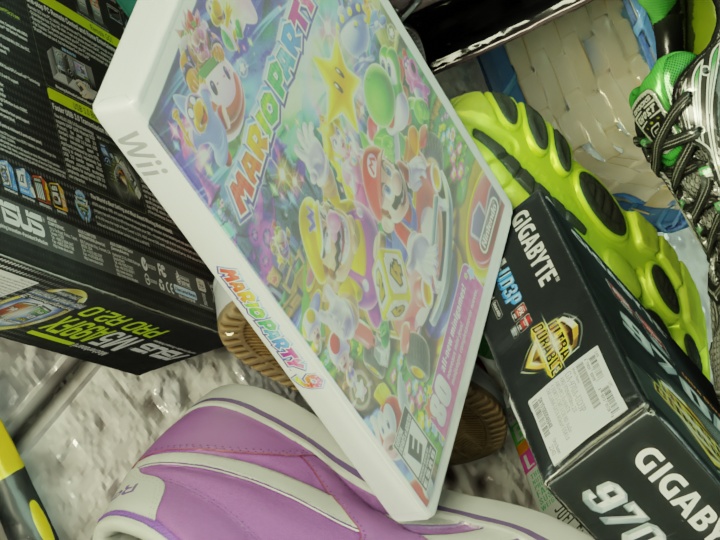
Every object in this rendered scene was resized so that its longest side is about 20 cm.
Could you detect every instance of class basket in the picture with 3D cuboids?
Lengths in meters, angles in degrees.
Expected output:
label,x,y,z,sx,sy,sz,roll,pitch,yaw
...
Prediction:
label,x,y,z,sx,sy,sz,roll,pitch,yaw
basket,0.084,-0.091,0.990,0.200,0.139,0.177,-32,110,-18

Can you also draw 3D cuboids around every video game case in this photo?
label,x,y,z,sx,sy,sz,roll,pitch,yaw
video game case,-0.010,-0.034,0.751,0.200,0.018,0.143,56,38,-38

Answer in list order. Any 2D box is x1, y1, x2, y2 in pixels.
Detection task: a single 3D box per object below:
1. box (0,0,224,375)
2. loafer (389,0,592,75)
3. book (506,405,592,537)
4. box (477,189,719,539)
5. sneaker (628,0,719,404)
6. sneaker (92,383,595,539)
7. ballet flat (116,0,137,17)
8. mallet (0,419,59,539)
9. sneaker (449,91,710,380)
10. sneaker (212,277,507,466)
label,x,y,z,sx,sy,sz,roll,pitch,yaw
box,-0.111,-0.057,0.754,0.200,0.044,0.161,26,47,-70
loafer,0.026,-0.097,0.884,0.063,0.200,0.072,57,-1,17
book,0.125,0.136,0.923,0.134,0.048,0.200,40,15,-24
box,0.122,0.082,0.839,0.200,0.046,0.159,46,13,-26
sneaker,0.140,-0.036,0.893,0.085,0.078,0.200,9,64,-23
sneaker,0.003,0.121,0.778,0.200,0.073,0.114,22,31,14
ballet flat,-0.074,-0.128,0.744,0.200,0.072,0.072,43,37,-65
mallet,-0.115,0.057,0.769,0.200,0.041,0.066,64,35,-12
sneaker,0.076,0.008,0.937,0.200,0.083,0.074,49,41,-27
sneaker,0.000,0.000,0.869,0.200,0.071,0.113,47,30,-58
